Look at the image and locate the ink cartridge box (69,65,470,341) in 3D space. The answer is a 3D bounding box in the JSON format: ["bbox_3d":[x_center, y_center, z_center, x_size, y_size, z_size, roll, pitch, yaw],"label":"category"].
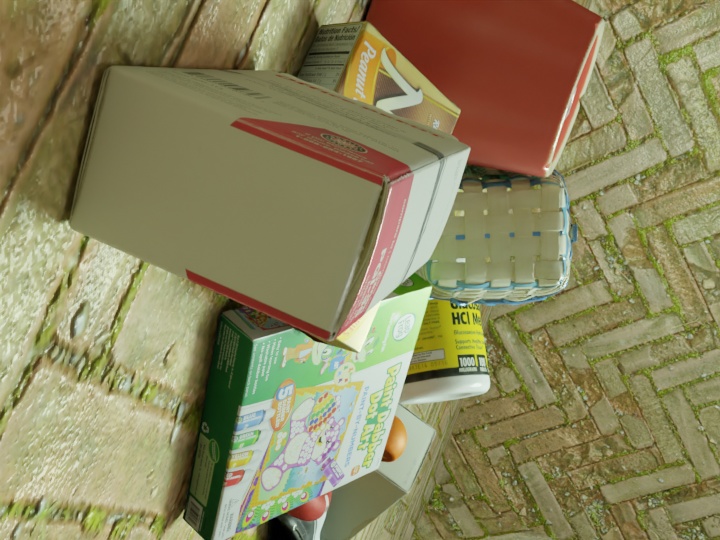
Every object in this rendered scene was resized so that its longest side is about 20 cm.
[{"bbox_3d":[-0.034,-0.047,0.543,0.200,0.146,0.083,-32,142,-71],"label":"ink cartridge box"}]

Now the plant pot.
[{"bbox_3d":[0.105,-0.176,0.886,0.200,0.176,0.202,22,90,-78],"label":"plant pot"}]

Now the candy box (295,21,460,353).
[{"bbox_3d":[-0.014,-0.058,0.716,0.115,0.055,0.201,34,73,-42],"label":"candy box"}]

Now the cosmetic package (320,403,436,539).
[{"bbox_3d":[-0.003,0.248,1.205,0.200,0.073,0.104,-48,-174,44],"label":"cosmetic package"}]

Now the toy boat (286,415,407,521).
[{"bbox_3d":[-0.017,0.151,0.998,0.130,0.130,0.201,20,91,-78],"label":"toy boat"}]

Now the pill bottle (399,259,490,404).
[{"bbox_3d":[0.081,0.047,1.168,0.112,0.112,0.202,50,31,-77],"label":"pill bottle"}]

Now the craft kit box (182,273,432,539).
[{"bbox_3d":[-0.042,0.106,0.833,0.197,0.048,0.201,-18,131,-45],"label":"craft kit box"}]

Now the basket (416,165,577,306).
[{"bbox_3d":[0.127,-0.036,0.981,0.200,0.175,0.140,76,13,-87],"label":"basket"}]

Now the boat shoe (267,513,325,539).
[{"bbox_3d":[-0.082,0.321,1.168,0.066,0.070,0.201,-37,153,-36],"label":"boat shoe"}]
